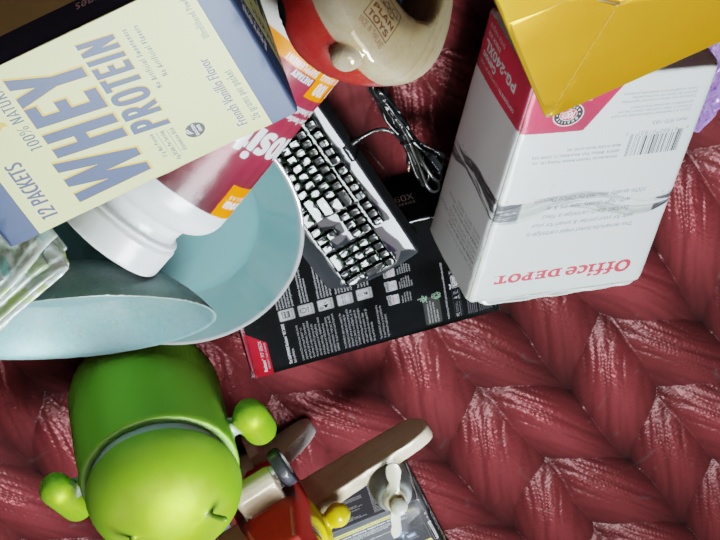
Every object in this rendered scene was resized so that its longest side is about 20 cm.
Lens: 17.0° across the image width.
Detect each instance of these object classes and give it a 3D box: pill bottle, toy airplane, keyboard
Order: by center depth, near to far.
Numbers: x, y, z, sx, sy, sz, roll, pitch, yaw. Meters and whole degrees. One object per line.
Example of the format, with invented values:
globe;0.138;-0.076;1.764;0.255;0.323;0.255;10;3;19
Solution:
pill bottle;-0.106;-0.098;1.564;0.113;0.113;0.200;30;105;-40
keyboard;-0.015;-0.080;1.679;0.127;0.021;0.200;-32;122;7
toy airplane;-0.054;0.197;1.863;0.200;0.199;0.142;-27;100;47

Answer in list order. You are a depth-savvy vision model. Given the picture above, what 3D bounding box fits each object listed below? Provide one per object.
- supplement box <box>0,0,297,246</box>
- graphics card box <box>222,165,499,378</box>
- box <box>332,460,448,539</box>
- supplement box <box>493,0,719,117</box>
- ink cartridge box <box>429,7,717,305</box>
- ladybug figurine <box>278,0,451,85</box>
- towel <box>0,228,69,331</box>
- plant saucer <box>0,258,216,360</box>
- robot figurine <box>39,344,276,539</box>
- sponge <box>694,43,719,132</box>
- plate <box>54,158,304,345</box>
supplement box;-0.170;-0.161;1.440;0.199;0.201;0.134;-25;139;7
graphics card box;0.000;0.000;1.786;0.199;0.051;0.126;-15;137;-2
box;-0.024;0.258;2.053;0.199;0.049;0.162;-23;140;4
supplement box;0.157;-0.240;1.476;0.196;0.201;0.133;-24;138;5
ink cartridge box;0.143;-0.083;1.667;0.144;0.084;0.201;-7;135;-24
ladybug figurine;-0.002;-0.185;1.481;0.072;0.201;0.136;-21;121;28
towel;-0.304;-0.018;1.535;0.171;0.200;0.048;-46;168;1
plant saucer;-0.199;0.023;1.639;0.199;0.039;0.201;-6;167;-1
robot figurine;-0.150;0.125;1.747;0.174;0.201;0.116;-20;130;1
sponge;0.198;-0.171;1.693;0.199;0.030;0.112;18;125;-33
plate;-0.138;-0.036;1.683;0.199;0.026;0.201;1;124;1
